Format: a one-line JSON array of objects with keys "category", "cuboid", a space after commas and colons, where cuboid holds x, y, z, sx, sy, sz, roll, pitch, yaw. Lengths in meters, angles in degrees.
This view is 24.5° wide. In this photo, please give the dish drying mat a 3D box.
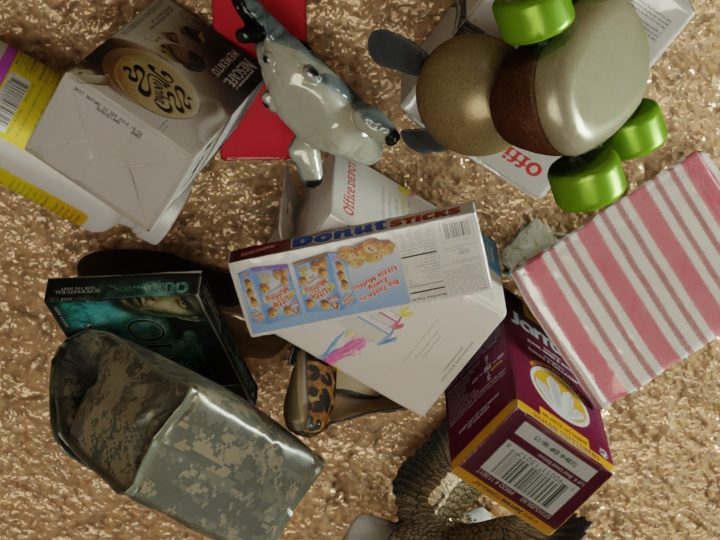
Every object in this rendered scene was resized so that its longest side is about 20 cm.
[{"category": "dish drying mat", "cuboid": [-0.082, -0.184, 1.364, 0.077, 0.018, 0.200, 0, 119, -1]}]

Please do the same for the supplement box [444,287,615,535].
[{"category": "supplement box", "cuboid": [0.140, 0.116, 1.427, 0.110, 0.200, 0.086, 35, 113, -18]}]

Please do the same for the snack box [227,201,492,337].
[{"category": "snack box", "cuboid": [0.000, 0.000, 1.317, 0.200, 0.024, 0.072, -11, 119, 7]}]

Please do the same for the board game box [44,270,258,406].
[{"category": "board game box", "cuboid": [-0.177, 0.066, 1.442, 0.135, 0.028, 0.200, -3, 147, 11]}]

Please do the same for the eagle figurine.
[{"category": "eagle figurine", "cuboid": [0.095, 0.231, 1.541, 0.152, 0.151, 0.200, 41, 123, -9]}]

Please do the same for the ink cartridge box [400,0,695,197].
[{"category": "ink cartridge box", "cuboid": [0.144, -0.181, 1.325, 0.146, 0.084, 0.200, 32, 115, -15]}]

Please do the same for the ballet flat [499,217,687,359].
[{"category": "ballet flat", "cuboid": [0.218, 0.012, 1.449, 0.200, 0.072, 0.072, 26, 117, -15]}]

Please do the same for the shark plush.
[{"category": "shark plush", "cuboid": [-0.052, -0.152, 1.330, 0.200, 0.083, 0.091, 40, 122, -19]}]

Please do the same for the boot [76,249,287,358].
[{"category": "boot", "cuboid": [-0.154, 0.034, 1.460, 0.200, 0.074, 0.076, 12, 125, -10]}]

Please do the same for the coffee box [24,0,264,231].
[{"category": "coffee box", "cuboid": [-0.158, -0.125, 1.281, 0.113, 0.200, 0.080, 34, 119, -2]}]

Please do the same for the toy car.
[{"category": "toy car", "cuboid": [0.104, -0.141, 1.249, 0.200, 0.158, 0.165, -3, 119, 37]}]

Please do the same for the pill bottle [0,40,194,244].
[{"category": "pill bottle", "cuboid": [-0.239, -0.099, 1.363, 0.200, 0.104, 0.104, 29, 116, -15]}]

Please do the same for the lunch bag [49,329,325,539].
[{"category": "lunch bag", "cuboid": [-0.159, 0.136, 1.380, 0.164, 0.200, 0.118, 34, 86, -39]}]

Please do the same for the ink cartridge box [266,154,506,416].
[{"category": "ink cartridge box", "cuboid": [0.004, 0.002, 1.406, 0.200, 0.129, 0.125, 30, 115, -14]}]

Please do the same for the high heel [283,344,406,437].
[{"category": "high heel", "cuboid": [0.008, 0.108, 1.428, 0.142, 0.200, 0.072, 15, 105, -5]}]

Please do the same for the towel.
[{"category": "towel", "cuboid": [0.244, 0.008, 1.408, 0.200, 0.030, 0.146, -33, 96, -2]}]
